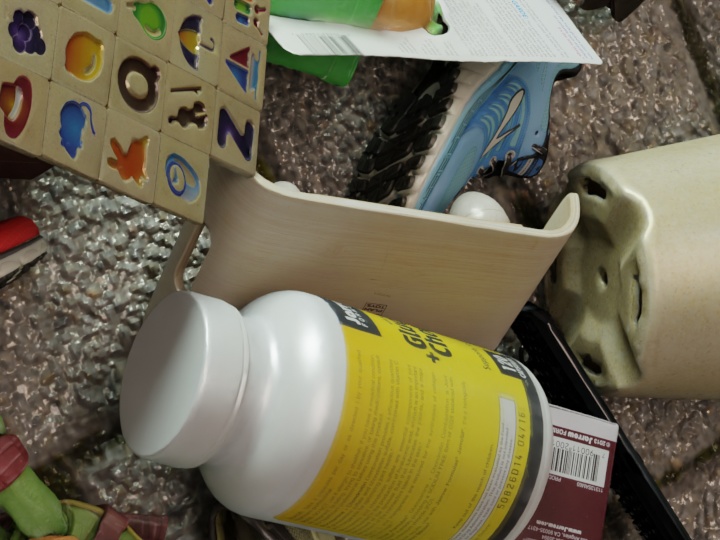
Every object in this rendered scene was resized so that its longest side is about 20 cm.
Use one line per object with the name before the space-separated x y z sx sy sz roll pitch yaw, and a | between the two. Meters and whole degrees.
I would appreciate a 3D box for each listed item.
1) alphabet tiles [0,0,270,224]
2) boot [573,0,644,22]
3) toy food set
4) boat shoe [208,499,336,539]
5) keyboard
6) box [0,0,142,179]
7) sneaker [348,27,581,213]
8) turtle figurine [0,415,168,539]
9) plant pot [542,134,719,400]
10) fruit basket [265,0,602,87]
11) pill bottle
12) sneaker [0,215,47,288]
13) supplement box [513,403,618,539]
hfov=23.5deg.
alphabet tiles | -0.106 -0.116 0.745 0.200 0.006 0.167 24 65 -50
boot | 0.097 -0.238 1.028 0.200 0.064 0.186 46 19 12
toy food set | 0.000 0.000 0.904 0.200 0.144 0.060 8 45 -23
boat shoe | -0.030 0.201 0.885 0.065 0.073 0.200 -15 79 -58
keyboard | 0.130 0.106 0.980 0.040 0.104 0.200 -33 99 -4
box | -0.207 -0.156 0.800 0.166 0.164 0.200 2 82 -28
sneaker | 0.070 -0.075 0.983 0.090 0.078 0.200 42 67 -20
turtle figurine | -0.166 0.151 0.790 0.194 0.144 0.200 47 61 -10
plant pot | 0.212 -0.001 0.992 0.183 0.200 0.201 -5 85 -19
fruit basket | 0.008 -0.164 0.934 0.200 0.094 0.185 1 43 -37
pill bottle | -0.011 0.074 0.851 0.200 0.112 0.112 18 74 -32
sneaker | -0.244 -0.009 0.812 0.200 0.077 0.085 -13 83 -29
supplement box | 0.072 0.175 0.928 0.061 0.109 0.200 17 76 -25
